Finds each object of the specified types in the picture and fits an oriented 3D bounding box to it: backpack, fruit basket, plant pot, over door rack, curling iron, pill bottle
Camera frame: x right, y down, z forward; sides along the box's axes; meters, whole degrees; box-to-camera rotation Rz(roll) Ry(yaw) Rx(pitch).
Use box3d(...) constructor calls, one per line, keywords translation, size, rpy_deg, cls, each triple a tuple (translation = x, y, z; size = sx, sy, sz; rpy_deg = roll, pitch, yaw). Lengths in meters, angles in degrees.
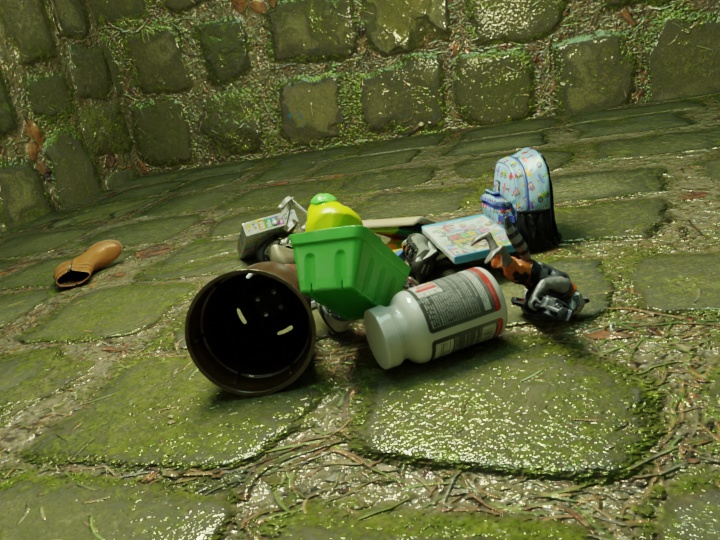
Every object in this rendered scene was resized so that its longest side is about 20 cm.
box3d(translation=(0.336, -0.155, 1.416), size=(0.134, 0.200, 0.183), rpy_deg=(-10, 19, -3), cls="backpack")
box3d(translation=(-0.021, -0.037, 1.071), size=(0.155, 0.216, 0.216), rpy_deg=(-5, 20, 24), cls="fruit basket")
box3d(translation=(-0.164, 0.075, 1.094), size=(0.200, 0.201, 0.198), rpy_deg=(-10, 12, 4), cls="plant pot")
box3d(translation=(-0.118, -0.070, 1.454), size=(0.067, 0.148, 0.200), rpy_deg=(-47, -5, -11), cls="over door rack")
box3d(translation=(0.075, 0.002, 1.334), size=(0.026, 0.050, 0.200), rpy_deg=(-45, 31, 3), cls="curling iron")
box3d(translation=(0.114, 0.075, 1.021), size=(0.200, 0.116, 0.116), rpy_deg=(-17, 20, -16), cls="pill bottle")

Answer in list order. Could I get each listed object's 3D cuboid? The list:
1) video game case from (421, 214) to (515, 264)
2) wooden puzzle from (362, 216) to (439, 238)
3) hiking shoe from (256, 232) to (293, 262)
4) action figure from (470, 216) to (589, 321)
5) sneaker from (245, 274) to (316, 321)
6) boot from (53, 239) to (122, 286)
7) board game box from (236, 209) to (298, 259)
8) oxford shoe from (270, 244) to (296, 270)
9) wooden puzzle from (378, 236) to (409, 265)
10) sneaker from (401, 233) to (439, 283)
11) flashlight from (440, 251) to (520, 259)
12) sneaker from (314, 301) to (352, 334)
box3d(translation=(0.220, -0.067, 1.327), size=(0.143, 0.018, 0.200), rpy_deg=(-12, 22, -9), cls="video game case")
box3d(translation=(0.114, -0.093, 1.537), size=(0.185, 0.037, 0.200), rpy_deg=(-1, -5, 41), cls="wooden puzzle")
box3d(translation=(-0.156, -0.053, 1.611), size=(0.200, 0.076, 0.101), rpy_deg=(-12, 16, -4), cls="hiking shoe")
box3d(translation=(0.277, 0.012, 1.026), size=(0.105, 0.193, 0.200), rpy_deg=(-56, 12, -1), cls="action figure")
box3d(translation=(-0.144, 0.029, 1.315), size=(0.200, 0.109, 0.070), rpy_deg=(-21, 22, -26), cls="sneaker")
box3d(translation=(-0.766, -0.019, 1.865), size=(0.200, 0.077, 0.155), rpy_deg=(-20, 19, -16), cls="boot")
box3d(translation=(-0.241, -0.090, 1.686), size=(0.134, 0.034, 0.200), rpy_deg=(-18, -10, -18), cls="board game box")
box3d(translation=(-0.137, -0.022, 1.438), size=(0.070, 0.075, 0.200), rpy_deg=(-17, -7, 13), cls="oxford shoe")
box3d(translation=(0.043, -0.038, 1.495), size=(0.200, 0.046, 0.185), rpy_deg=(-3, 21, 24), cls="wooden puzzle")
box3d(translation=(0.116, -0.029, 1.352), size=(0.079, 0.074, 0.200), rpy_deg=(23, 17, 3), cls="sneaker")
box3d(translation=(0.250, -0.048, 1.385), size=(0.068, 0.068, 0.200), rpy_deg=(-22, 26, -33), cls="flashlight")
box3d(translation=(-0.068, 0.028, 1.198), size=(0.074, 0.080, 0.200), rpy_deg=(-12, 58, -16), cls="sneaker")
